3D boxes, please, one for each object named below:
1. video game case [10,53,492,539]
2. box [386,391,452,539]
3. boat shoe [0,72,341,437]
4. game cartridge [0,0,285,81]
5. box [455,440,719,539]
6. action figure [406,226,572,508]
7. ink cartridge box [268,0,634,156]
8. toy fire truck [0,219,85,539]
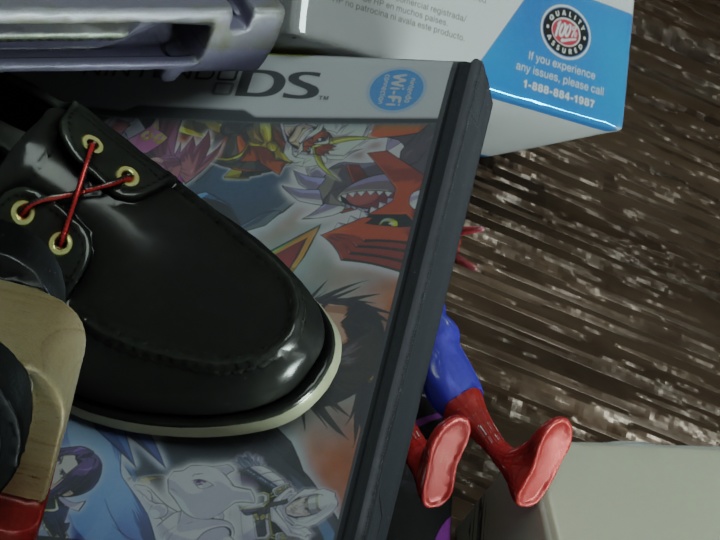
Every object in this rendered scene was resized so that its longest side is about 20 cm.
[{"bbox_3d":[-0.065,0.011,0.818,0.180,0.026,0.201,4,54,16],"label":"video game case"},{"bbox_3d":[-0.042,0.103,0.823,0.142,0.036,0.201,15,51,-16],"label":"box"},{"bbox_3d":[-0.095,-0.012,0.789,0.201,0.063,0.074,27,63,28],"label":"boat shoe"},{"bbox_3d":[-0.135,-0.108,0.807,0.199,0.039,0.130,-4,42,-40],"label":"game cartridge"},{"bbox_3d":[0.093,0.157,0.829,0.082,0.068,0.201,4,57,-22],"label":"box"},{"bbox_3d":[0.000,0.000,0.874,0.065,0.052,0.200,-2,34,-32],"label":"action figure"},{"bbox_3d":[0.025,-0.156,0.935,0.144,0.084,0.201,14,77,-33],"label":"ink cartridge box"},{"bbox_3d":[-0.181,0.085,0.710,0.175,0.201,0.129,14,23,-5],"label":"toy fire truck"}]
